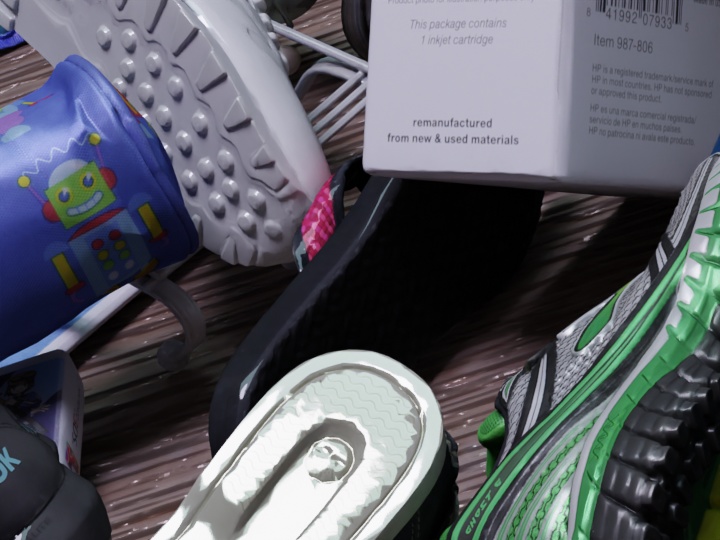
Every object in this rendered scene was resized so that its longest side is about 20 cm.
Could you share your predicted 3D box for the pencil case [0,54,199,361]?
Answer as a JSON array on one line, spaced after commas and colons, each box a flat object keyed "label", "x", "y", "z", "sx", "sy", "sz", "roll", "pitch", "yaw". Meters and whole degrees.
[{"label": "pencil case", "x": -0.151, "y": 0.009, "z": 0.905, "sx": 0.199, "sy": 0.078, "sz": 0.087, "roll": -31, "pitch": 10, "yaw": -6}]

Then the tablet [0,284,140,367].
[{"label": "tablet", "x": -0.140, "y": 0.015, "z": 1.048, "sx": 0.130, "sy": 0.014, "sz": 0.200, "roll": 5, "pitch": 36, "yaw": 42}]

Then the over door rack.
[{"label": "over door rack", "x": -0.093, "y": -0.057, "z": 1.029, "sx": 0.200, "sy": 0.067, "sz": 0.148, "roll": 34, "pitch": 52, "yaw": 19}]

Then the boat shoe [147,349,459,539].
[{"label": "boat shoe", "x": -0.049, "y": 0.110, "z": 0.755, "sx": 0.200, "sy": 0.068, "sz": 0.072, "roll": -42, "pitch": 64, "yaw": -14}]

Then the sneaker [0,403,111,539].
[{"label": "sneaker", "x": -0.126, "y": 0.052, "z": 0.789, "sx": 0.075, "sy": 0.079, "sz": 0.200, "roll": -43, "pitch": 14, "yaw": -16}]

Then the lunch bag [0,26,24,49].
[{"label": "lunch bag", "x": -0.170, "y": -0.232, "z": 1.329, "sx": 0.127, "sy": 0.201, "sz": 0.170, "roll": -18, "pitch": 27, "yaw": 5}]

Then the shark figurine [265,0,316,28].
[{"label": "shark figurine", "x": -0.032, "y": -0.146, "z": 1.124, "sx": 0.128, "sy": 0.215, "sz": 0.090, "roll": 26, "pitch": 75, "yaw": 9}]

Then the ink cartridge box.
[{"label": "ink cartridge box", "x": 0.080, "y": -0.125, "z": 0.888, "sx": 0.084, "sy": 0.201, "sz": 0.144, "roll": 4, "pitch": 0, "yaw": 41}]

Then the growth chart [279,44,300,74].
[{"label": "growth chart", "x": -0.121, "y": -0.061, "z": 1.153, "sx": 0.199, "sy": 0.018, "sz": 0.144, "roll": -27, "pitch": 24, "yaw": -26}]

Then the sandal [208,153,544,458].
[{"label": "sandal", "x": 0.000, "y": 0.000, "z": 0.903, "sx": 0.045, "sy": 0.075, "sz": 0.200, "roll": 6, "pitch": 39, "yaw": 37}]

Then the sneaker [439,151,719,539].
[{"label": "sneaker", "x": 0.077, "y": 0.029, "z": 0.784, "sx": 0.085, "sy": 0.078, "sz": 0.200, "roll": -5, "pitch": 31, "yaw": 31}]

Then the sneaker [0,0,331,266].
[{"label": "sneaker", "x": -0.061, "y": -0.085, "z": 0.971, "sx": 0.080, "sy": 0.077, "sz": 0.200, "roll": -14, "pitch": 56, "yaw": -42}]

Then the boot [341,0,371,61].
[{"label": "boot", "x": 0.057, "y": -0.149, "z": 1.039, "sx": 0.069, "sy": 0.201, "sz": 0.174, "roll": 8, "pitch": 6, "yaw": -20}]

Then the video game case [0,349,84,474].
[{"label": "video game case", "x": -0.184, "y": 0.110, "z": 0.876, "sx": 0.199, "sy": 0.023, "sz": 0.183, "roll": -18, "pitch": 31, "yaw": 8}]
